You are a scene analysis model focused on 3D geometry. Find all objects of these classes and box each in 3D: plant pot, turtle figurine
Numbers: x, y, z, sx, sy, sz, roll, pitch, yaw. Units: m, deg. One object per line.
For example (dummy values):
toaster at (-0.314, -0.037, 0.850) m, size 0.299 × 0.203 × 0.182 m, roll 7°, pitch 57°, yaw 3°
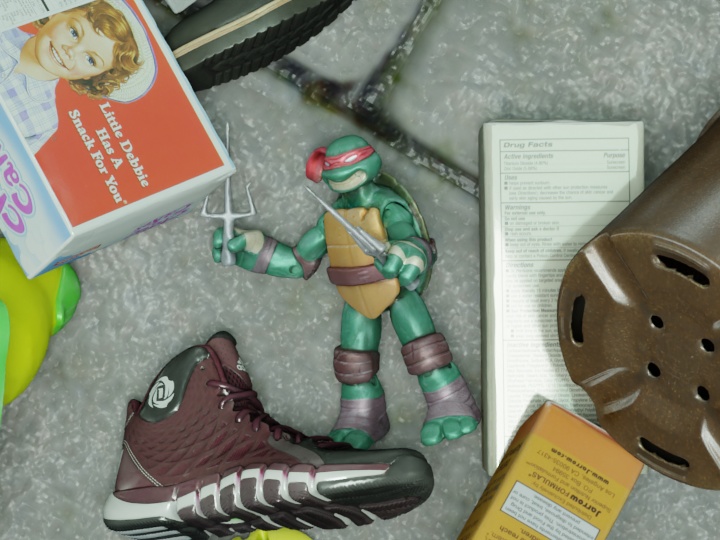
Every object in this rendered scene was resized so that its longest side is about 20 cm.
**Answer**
plant pot at (0.219, 0.004, 1.313) m, size 0.198 × 0.200 × 0.200 m, roll -33°, pitch 89°, yaw -38°
turtle figurine at (0.000, 0.000, 1.392) m, size 0.101 × 0.150 × 0.200 m, roll -25°, pitch 103°, yaw -38°

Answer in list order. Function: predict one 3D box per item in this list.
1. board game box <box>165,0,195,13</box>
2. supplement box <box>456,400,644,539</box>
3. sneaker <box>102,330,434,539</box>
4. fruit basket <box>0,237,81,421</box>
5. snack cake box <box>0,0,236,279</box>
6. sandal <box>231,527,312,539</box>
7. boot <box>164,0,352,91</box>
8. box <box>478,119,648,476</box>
board game box at (-0.105, -0.268, 1.392) m, size 0.147 × 0.064 × 0.200 m, roll -37°, pitch 67°, yaw -1°
supplement box at (0.073, 0.172, 1.309) m, size 0.069 × 0.067 × 0.200 m, roll 30°, pitch 71°, yaw -1°
sneaker at (-0.055, 0.085, 1.387) m, size 0.200 × 0.076 × 0.116 m, roll -8°, pitch 68°, yaw 22°
fruit basket at (-0.248, 0.056, 1.377) m, size 0.215 × 0.216 × 0.156 m, roll 8°, pitch 96°, yaw 0°
snack cake box at (-0.171, -0.111, 1.367) m, size 0.115 × 0.067 × 0.200 m, roll -24°, pitch 82°, yaw -37°
sandal at (-0.115, 0.199, 1.403) m, size 0.200 × 0.087 × 0.080 m, roll -23°, pitch 91°, yaw 1°
boot at (-0.054, -0.204, 1.425) m, size 0.200 × 0.077 × 0.138 m, roll -32°, pitch 84°, yaw -12°
box at (0.114, 0.015, 1.411) m, size 0.095 × 0.078 × 0.200 m, roll 1°, pitch 89°, yaw 0°
